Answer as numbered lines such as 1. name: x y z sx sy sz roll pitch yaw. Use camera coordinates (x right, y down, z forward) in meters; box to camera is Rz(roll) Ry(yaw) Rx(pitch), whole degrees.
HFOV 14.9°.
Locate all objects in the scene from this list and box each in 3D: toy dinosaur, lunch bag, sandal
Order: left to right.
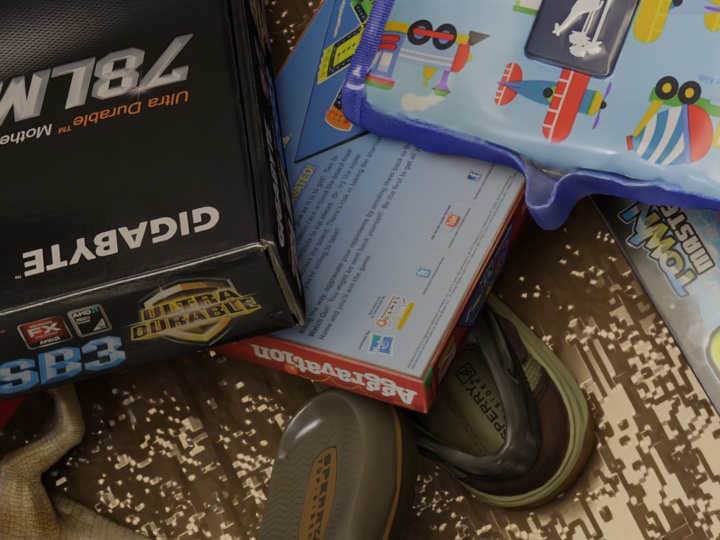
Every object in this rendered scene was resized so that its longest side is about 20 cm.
1. toy dinosaur: -0.120 0.088 0.984 0.199 0.058 0.102 1 88 7
2. sandal: -0.023 0.113 0.851 0.082 0.055 0.201 -29 40 40
3. lunch bag: 0.092 -0.102 0.914 0.150 0.094 0.201 15 70 23

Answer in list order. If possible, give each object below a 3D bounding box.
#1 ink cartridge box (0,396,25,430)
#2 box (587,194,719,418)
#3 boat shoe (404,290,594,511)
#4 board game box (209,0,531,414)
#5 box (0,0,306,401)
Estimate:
1. ink cartridge box: -0.152 -0.018 0.966 0.199 0.067 0.116 19 60 31
2. box: 0.168 0.026 0.911 0.110 0.035 0.200 -32 70 7
3. boat shoe: 0.000 0.000 0.952 0.200 0.065 0.073 41 91 22
4. board game box: 0.014 -0.044 0.934 0.103 0.019 0.200 16 53 19
5. box: -0.126 -0.046 0.905 0.199 0.050 0.199 -14 48 8
